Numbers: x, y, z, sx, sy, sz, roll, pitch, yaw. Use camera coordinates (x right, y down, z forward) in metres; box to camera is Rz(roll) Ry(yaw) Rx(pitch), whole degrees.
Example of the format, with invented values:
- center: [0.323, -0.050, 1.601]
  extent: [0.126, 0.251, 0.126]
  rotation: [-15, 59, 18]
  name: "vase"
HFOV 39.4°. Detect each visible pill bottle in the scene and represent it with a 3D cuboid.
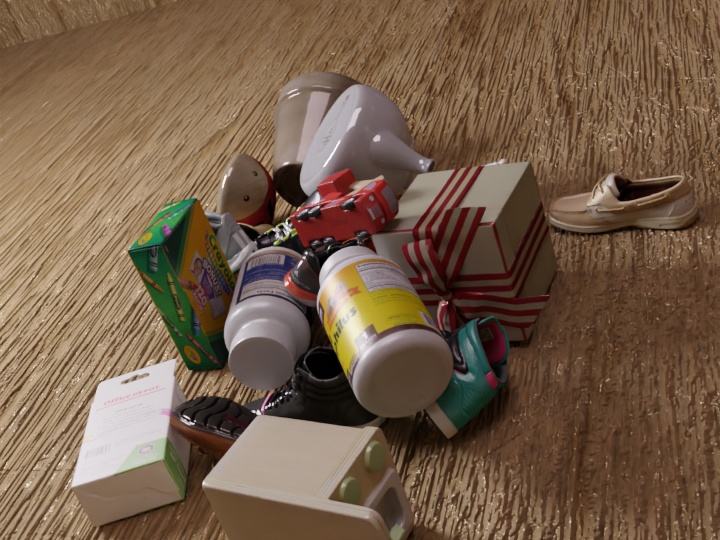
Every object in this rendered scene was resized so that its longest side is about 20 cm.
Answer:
- center: [0.018, 0.058, 1.089]
  extent: [0.109, 0.110, 0.200]
  rotation: [-23, 37, -5]
  name: "pill bottle"
- center: [-0.117, 0.063, 1.306]
  extent: [0.110, 0.111, 0.200]
  rotation: [-15, 29, 10]
  name: "pill bottle"

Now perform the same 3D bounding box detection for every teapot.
- center: [0.011, -0.162, 1.467]
  extent: [0.198, 0.146, 0.201]
  rotation: [-50, 22, 34]
  name: "teapot"

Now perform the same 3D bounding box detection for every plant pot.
- center: [-0.068, -0.199, 1.670]
  extent: [0.199, 0.200, 0.174]
  rotation: [-3, 49, 28]
  name: "plant pot"

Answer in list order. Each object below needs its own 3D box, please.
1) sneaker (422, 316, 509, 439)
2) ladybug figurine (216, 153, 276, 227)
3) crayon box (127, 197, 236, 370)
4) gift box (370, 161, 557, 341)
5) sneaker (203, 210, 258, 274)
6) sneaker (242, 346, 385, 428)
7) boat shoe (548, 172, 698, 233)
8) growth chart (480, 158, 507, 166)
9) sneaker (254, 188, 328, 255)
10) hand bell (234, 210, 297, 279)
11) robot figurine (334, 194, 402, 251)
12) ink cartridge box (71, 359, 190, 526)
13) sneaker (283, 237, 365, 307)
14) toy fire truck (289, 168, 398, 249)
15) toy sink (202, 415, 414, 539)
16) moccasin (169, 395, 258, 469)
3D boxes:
- center: [0.103, 0.088, 1.130]
  extent: [0.120, 0.084, 0.200]
  rotation: [-35, 36, 4]
  name: "sneaker"
- center: [-0.178, -0.110, 1.605]
  extent: [0.072, 0.200, 0.136]
  rotation: [14, 78, 5]
  name: "ladybug figurine"
- center: [-0.226, 0.020, 1.357]
  extent: [0.058, 0.201, 0.119]
  rotation: [-8, 31, 23]
  name: "crayon box"
- center: [0.138, -0.023, 1.216]
  extent: [0.199, 0.185, 0.187]
  rotation: [-8, 28, 33]
  name: "gift box"
- center: [-0.245, -0.027, 1.488]
  extent: [0.199, 0.116, 0.075]
  rotation: [-29, 8, 28]
  name: "sneaker"
- center: [-0.073, 0.138, 1.163]
  extent: [0.199, 0.100, 0.071]
  rotation: [-8, 33, 24]
  name: "sneaker"
- center: [0.341, -0.096, 1.327]
  extent: [0.199, 0.069, 0.074]
  rotation: [-2, 34, 30]
  name: "boat shoe"
- center: [0.188, -0.113, 1.510]
  extent: [0.144, 0.018, 0.200]
  rotation: [-17, 30, 5]
  name: "growth chart"
- center: [-0.103, -0.033, 1.397]
  extent: [0.082, 0.201, 0.072]
  rotation: [15, 30, -30]
  name: "sneaker"
- center: [-0.126, -0.060, 1.571]
  extent: [0.104, 0.105, 0.200]
  rotation: [-1, 23, 31]
  name: "hand bell"
- center: [0.010, -0.044, 1.462]
  extent: [0.199, 0.058, 0.145]
  rotation: [-28, 30, -13]
  name: "robot figurine"
- center: [-0.268, 0.201, 1.211]
  extent: [0.117, 0.068, 0.200]
  rotation: [-18, 30, 5]
  name: "ink cartridge box"
- center: [0.000, 0.000, 1.302]
  extent: [0.199, 0.082, 0.077]
  rotation: [-5, 44, -40]
  name: "sneaker"
- center: [-0.010, -0.084, 1.248]
  extent: [0.141, 0.049, 0.199]
  rotation: [-40, 19, -35]
  name: "toy fire truck"
- center: [-0.025, 0.225, 0.952]
  extent: [0.199, 0.131, 0.112]
  rotation: [1, 35, 35]
  name: "toy sink"
- center: [-0.133, 0.195, 1.121]
  extent: [0.200, 0.078, 0.074]
  rotation: [13, 29, 28]
  name: "moccasin"
